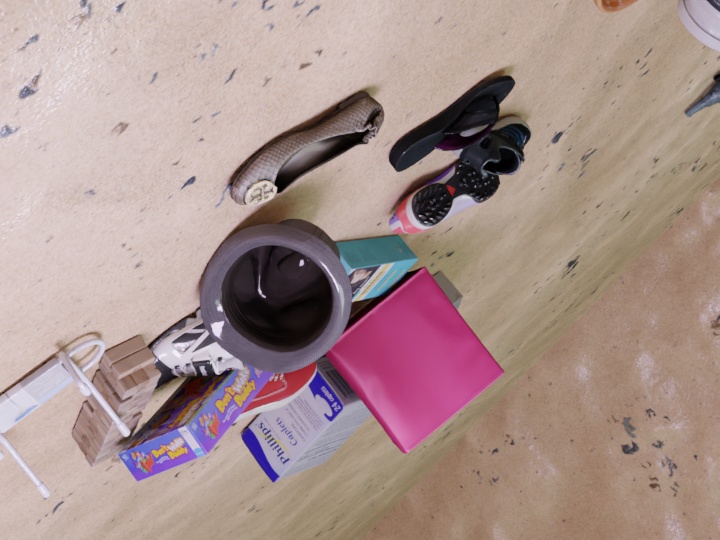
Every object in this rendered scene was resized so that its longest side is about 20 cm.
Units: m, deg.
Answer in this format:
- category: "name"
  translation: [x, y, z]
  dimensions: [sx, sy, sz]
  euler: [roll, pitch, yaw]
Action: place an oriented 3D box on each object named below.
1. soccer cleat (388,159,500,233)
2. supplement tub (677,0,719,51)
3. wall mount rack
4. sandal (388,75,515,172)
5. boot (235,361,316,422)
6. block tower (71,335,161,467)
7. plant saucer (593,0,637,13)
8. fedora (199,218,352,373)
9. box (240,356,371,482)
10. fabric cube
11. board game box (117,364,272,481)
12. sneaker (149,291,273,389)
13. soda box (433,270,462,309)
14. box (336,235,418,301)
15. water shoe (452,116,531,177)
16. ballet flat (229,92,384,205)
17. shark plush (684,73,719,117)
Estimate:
- category: "soccer cleat"
  translation: [0.120, -0.106, 1.726]
  dimensions: [0.199, 0.069, 0.073]
  euler: [-31, -175, -40]
- category: "supplement tub"
  translation: [0.550, -0.420, 1.714]
  dimensions: [0.140, 0.141, 0.201]
  euler: [-26, 158, -38]
- category: "wall mount rack"
  translation: [-0.345, 0.170, 1.359]
  dimensions: [0.199, 0.075, 0.174]
  euler: [-36, 160, -10]
- category: "sandal"
  translation: [0.125, -0.178, 1.559]
  dimensions: [0.200, 0.048, 0.076]
  euler: [-36, 162, -15]
- category: "boot"
  translation: [-0.132, 0.143, 1.773]
  dimensions: [0.199, 0.073, 0.145]
  euler: [-24, 155, -34]
- category: "block tower"
  translation: [-0.300, 0.165, 1.488]
  dimensions: [0.057, 0.054, 0.201]
  euler: [-25, 157, -38]
- category: "plant saucer"
  translation: [0.360, -0.408, 1.515]
  dimensions: [0.199, 0.038, 0.201]
  euler: [-36, 162, -13]
- category: "fedora"
  translation: [-0.091, 0.015, 1.445]
  dimensions: [0.201, 0.175, 0.091]
  euler: [-60, -177, 35]
- category: "box"
  translation: [-0.075, 0.245, 2.080]
  dimensions: [0.200, 0.105, 0.183]
  euler: [-48, 162, 21]
- category: "fabric cube"
  translation: [0.072, 0.135, 1.882]
  dimensions: [0.196, 0.200, 0.200]
  euler: [-39, -178, -5]
- category: "board game box"
  translation: [-0.201, 0.174, 1.550]
  dimensions: [0.134, 0.045, 0.200]
  euler: [-25, -164, 35]
- category: "sneaker"
  translation: [-0.190, 0.100, 1.509]
  dimensions: [0.199, 0.089, 0.074]
  euler: [-39, 164, -2]
- category: "soda box"
  translation: [0.079, 0.088, 2.095]
  dimensions: [0.199, 0.064, 0.068]
  euler: [-34, 162, -23]
- category: "box"
  translation: [0.000, 0.000, 1.730]
  dimensions: [0.082, 0.049, 0.199]
  euler: [-49, 162, 25]
- category: "water shoe"
  translation: [0.194, -0.162, 1.693]
  dimensions: [0.072, 0.079, 0.199]
  euler: [-50, 161, 29]
- category: "ballet flat"
  translation: [-0.052, -0.125, 1.313]
  dimensions: [0.199, 0.046, 0.068]
  euler: [-34, 161, -21]
- category: "shark plush"
  translation: [0.711, -0.375, 2.371]
  dimensions: [0.199, 0.092, 0.083]
  euler: [-27, 152, 34]
